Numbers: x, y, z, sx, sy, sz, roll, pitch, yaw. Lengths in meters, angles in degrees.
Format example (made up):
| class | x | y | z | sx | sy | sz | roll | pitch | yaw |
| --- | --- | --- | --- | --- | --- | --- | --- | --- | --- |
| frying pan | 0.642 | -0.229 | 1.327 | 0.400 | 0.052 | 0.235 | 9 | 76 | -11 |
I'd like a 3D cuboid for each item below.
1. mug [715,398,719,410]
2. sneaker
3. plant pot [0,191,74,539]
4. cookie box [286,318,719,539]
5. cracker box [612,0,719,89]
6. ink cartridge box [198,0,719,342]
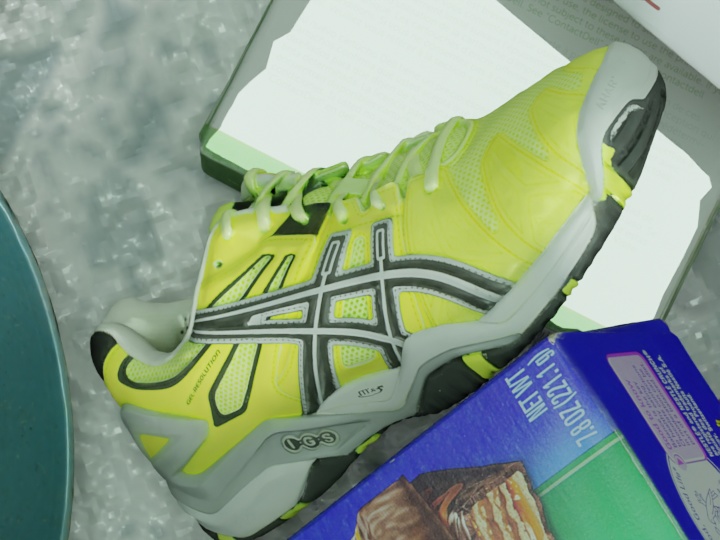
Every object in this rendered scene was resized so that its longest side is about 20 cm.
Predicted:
| class | x | y | z | sx | sy | sz | roll | pitch | yaw |
| --- | --- | --- | --- | --- | --- | --- | --- | --- | --- |
| mug | 0.154 | 0.120 | 0.741 | 0.177 | 0.133 | 0.200 | -19 | 81 | -26 |
| sneaker | 0.000 | 0.000 | 0.742 | 0.076 | 0.075 | 0.200 | 44 | 120 | -10 |
| plant pot | -0.194 | 0.049 | 0.741 | 0.134 | 0.200 | 0.201 | -9 | 84 | 34 |
| cookie box | 0.037 | 0.139 | 0.717 | 0.200 | 0.075 | 0.171 | -40 | 71 | 25 |
| cracker box | 0.097 | -0.140 | 0.731 | 0.200 | 0.058 | 0.134 | 40 | 118 | 4 |
| ink cartridge box | 0.059 | -0.088 | 0.806 | 0.145 | 0.048 | 0.200 | 27 | 84 | 2 |
